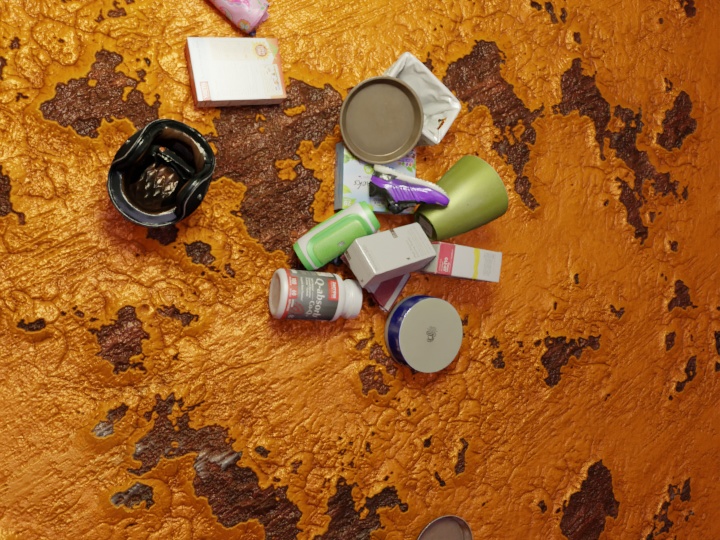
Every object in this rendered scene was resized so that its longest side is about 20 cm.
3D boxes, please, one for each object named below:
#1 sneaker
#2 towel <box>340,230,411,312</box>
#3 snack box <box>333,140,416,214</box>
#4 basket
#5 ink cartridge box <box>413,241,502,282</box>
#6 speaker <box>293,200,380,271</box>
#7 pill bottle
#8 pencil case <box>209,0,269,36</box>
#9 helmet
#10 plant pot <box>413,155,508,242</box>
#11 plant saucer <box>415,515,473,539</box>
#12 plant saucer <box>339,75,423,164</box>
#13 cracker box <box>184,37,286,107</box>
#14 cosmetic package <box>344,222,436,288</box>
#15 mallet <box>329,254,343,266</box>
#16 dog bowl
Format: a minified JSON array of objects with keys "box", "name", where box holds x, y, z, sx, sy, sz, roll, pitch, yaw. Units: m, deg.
[{"box":[0.112,-0.176,1.242,0.200,0.070,0.100,20,95,-1],"name":"sneaker"},{"box":[0.043,-0.010,1.304,0.200,0.023,0.144,53,53,-24],"name":"towel"},{"box":[0.037,-0.228,1.291,0.200,0.068,0.169,2,92,-23],"name":"snack box"},{"box":[0.126,-0.416,1.294,0.200,0.123,0.136,36,78,-21],"name":"basket"},{"box":[0.248,-0.022,1.354,0.200,0.145,0.084,8,89,-24],"name":"ink cartridge box"},{"box":[-0.056,-0.081,1.215,0.200,0.088,0.089,-32,106,2],"name":"speaker"},{"box":[-0.105,0.060,1.213,0.200,0.116,0.116,5,90,-25],"name":"pill bottle"},{"box":[-0.291,-0.612,1.118,0.200,0.087,0.087,37,77,-22],"name":"pencil case"},{"box":[-0.399,-0.184,1.027,0.200,0.191,0.200,29,42,-30],"name":"helmet"},{"box":[0.242,-0.164,1.329,0.200,0.187,0.187,-36,106,-15],"name":"plant pot"},{"box":[0.224,0.778,1.442,0.200,0.034,0.201,-2,94,-25],"name":"plant saucer"},{"box":[0.048,-0.349,1.204,0.200,0.029,0.200,-3,113,-7],"name":"plant saucer"},{"box":[-0.275,-0.439,1.144,0.200,0.058,0.134,-10,96,-25],"name":"cracker box"},{"box":[0.073,-0.039,1.230,0.200,0.074,0.102,-18,72,-37],"name":"cosmetic package"},{"box":[0.000,0.000,1.304,0.200,0.041,0.066,39,75,-25],"name":"mallet"},{"box":[0.168,0.166,1.363,0.200,0.079,0.200,-1,93,-24],"name":"dog bowl"}]
